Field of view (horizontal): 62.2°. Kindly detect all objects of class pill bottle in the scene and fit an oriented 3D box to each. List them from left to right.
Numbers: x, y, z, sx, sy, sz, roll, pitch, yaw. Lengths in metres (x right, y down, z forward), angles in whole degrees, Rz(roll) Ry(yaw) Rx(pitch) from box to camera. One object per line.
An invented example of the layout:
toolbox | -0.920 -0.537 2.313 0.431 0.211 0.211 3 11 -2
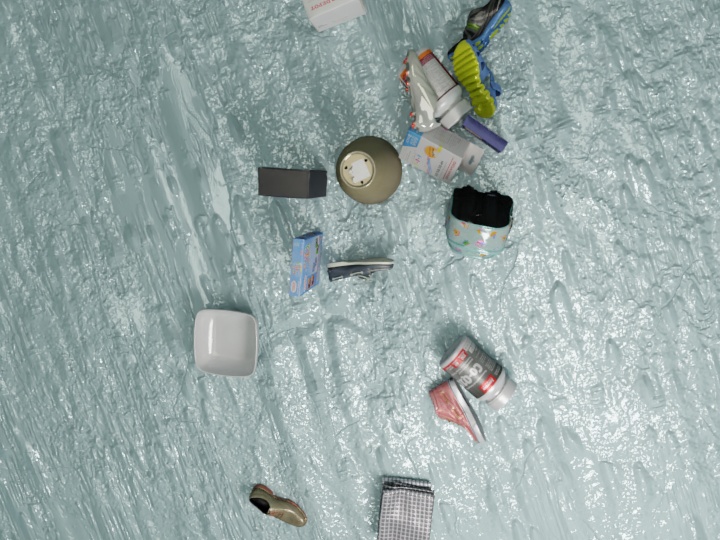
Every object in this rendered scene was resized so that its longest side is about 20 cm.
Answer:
pill bottle | 0.195 -0.470 1.554 0.109 0.110 0.201 -40 91 13
pill bottle | 0.326 0.284 1.646 0.200 0.114 0.114 40 103 2

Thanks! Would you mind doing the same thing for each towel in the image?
towel | 0.132 0.723 1.764 0.163 0.086 0.203 5 99 8

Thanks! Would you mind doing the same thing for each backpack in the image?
backpack | 0.302 -0.117 1.545 0.174 0.200 0.155 14 117 5

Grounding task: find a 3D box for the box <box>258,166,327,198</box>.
box | -0.178 -0.237 1.609 0.139 0.200 0.080 2 99 10

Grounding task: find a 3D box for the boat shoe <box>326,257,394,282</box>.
boat shoe | 0.000 0.000 1.680 0.197 0.075 0.063 -5 96 12

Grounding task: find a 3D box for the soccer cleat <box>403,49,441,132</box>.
soccer cleat | 0.153 -0.449 1.488 0.077 0.069 0.203 -10 101 -1

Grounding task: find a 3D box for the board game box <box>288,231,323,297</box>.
board game box | -0.147 -0.022 1.637 0.036 0.200 0.153 7 100 8

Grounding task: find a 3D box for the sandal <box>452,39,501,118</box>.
sandal | 0.304 -0.497 1.532 0.079 0.087 0.201 2 128 49

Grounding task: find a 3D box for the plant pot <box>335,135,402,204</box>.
plant pot | 0.011 -0.265 1.573 0.185 0.200 0.190 1 99 9

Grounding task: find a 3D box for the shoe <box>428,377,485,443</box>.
shoe | 0.274 0.412 1.701 0.090 0.071 0.202 -29 88 14

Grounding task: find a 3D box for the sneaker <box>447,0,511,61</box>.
sneaker | 0.300 -0.623 1.542 0.200 0.071 0.083 -46 67 16

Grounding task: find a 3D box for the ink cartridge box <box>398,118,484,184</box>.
ink cartridge box | 0.211 -0.307 1.569 0.198 0.115 0.068 29 61 5

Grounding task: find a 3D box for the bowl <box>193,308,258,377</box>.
bowl | -0.392 0.209 1.781 0.197 0.075 0.203 5 99 8

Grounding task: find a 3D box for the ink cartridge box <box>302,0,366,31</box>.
ink cartridge box | -0.087 -0.753 1.541 0.146 0.145 0.202 -18 96 11

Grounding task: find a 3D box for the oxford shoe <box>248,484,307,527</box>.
oxford shoe | -0.259 0.742 1.839 0.198 0.075 0.071 26 101 5

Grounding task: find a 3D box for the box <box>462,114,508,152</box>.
box | 0.313 -0.343 1.507 0.121 0.200 0.033 36 103 3
